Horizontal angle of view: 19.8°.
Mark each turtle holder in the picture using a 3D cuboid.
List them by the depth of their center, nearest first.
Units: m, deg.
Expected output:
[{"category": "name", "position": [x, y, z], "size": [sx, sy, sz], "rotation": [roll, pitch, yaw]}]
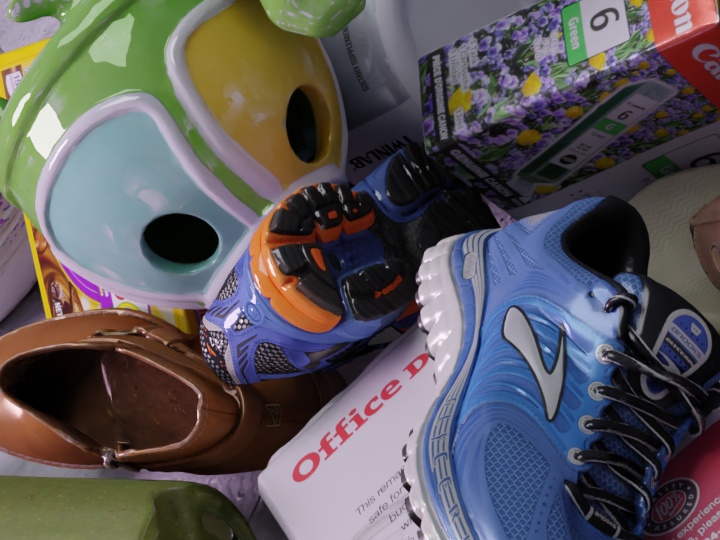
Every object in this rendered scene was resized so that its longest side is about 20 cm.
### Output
[{"category": "turtle holder", "position": [-0.062, -0.069, 0.855], "size": [0.186, 0.141, 0.132], "rotation": [-47, 75, 12]}]

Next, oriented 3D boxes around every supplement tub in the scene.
[{"category": "supplement tub", "position": [-0.018, -0.084, 0.975], "size": [0.199, 0.122, 0.123], "rotation": [-21, 39, 43]}]

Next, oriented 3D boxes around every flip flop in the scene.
[{"category": "flip flop", "position": [0.165, -0.006, 0.761], "size": [0.081, 0.058, 0.200], "rotation": [-50, 33, -8]}]

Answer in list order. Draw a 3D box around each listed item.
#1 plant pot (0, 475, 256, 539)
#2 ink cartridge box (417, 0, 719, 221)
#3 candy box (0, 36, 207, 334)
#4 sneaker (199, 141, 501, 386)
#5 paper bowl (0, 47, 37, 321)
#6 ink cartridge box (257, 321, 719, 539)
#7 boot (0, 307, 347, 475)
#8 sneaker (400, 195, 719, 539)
[{"category": "plant pot", "position": [-0.138, 0.157, 0.821], "size": [0.189, 0.200, 0.201], "rotation": [-10, 45, 23]}, {"category": "ink cartridge box", "position": [0.134, -0.079, 0.822], "size": [0.199, 0.109, 0.051], "rotation": [-22, 56, 29]}, {"category": "candy box", "position": [-0.118, -0.015, 0.983], "size": [0.102, 0.201, 0.026], "rotation": [-11, 2, 41]}, {"category": "sneaker", "position": [0.000, 0.000, 0.844], "size": [0.078, 0.200, 0.076], "rotation": [-38, 75, 30]}, {"category": "paper bowl", "position": [-0.250, -0.031, 1.195], "size": [0.200, 0.104, 0.201], "rotation": [-29, 36, 23]}, {"category": "ink cartridge box", "position": [0.067, 0.096, 0.730], "size": [0.145, 0.084, 0.200], "rotation": [-43, 34, 1]}, {"category": "boot", "position": [-0.116, 0.050, 0.874], "size": [0.199, 0.155, 0.074], "rotation": [-2, 87, 21]}, {"category": "sneaker", "position": [0.067, 0.043, 0.642], "size": [0.089, 0.079, 0.201], "rotation": [-29, 36, 23]}]
